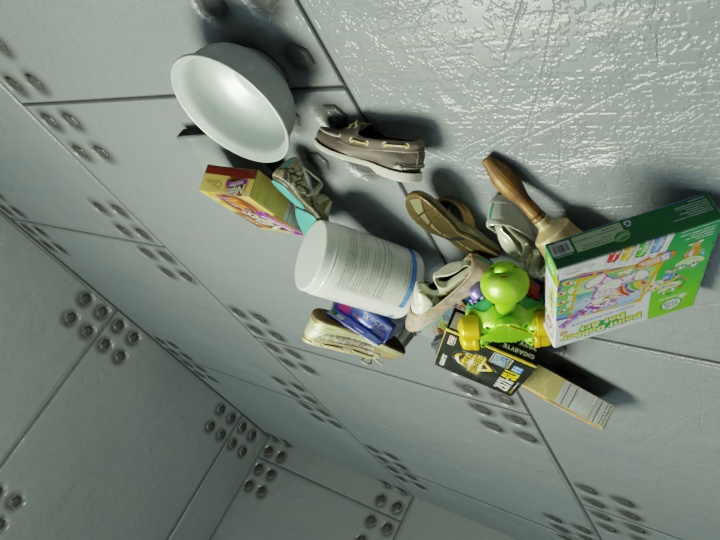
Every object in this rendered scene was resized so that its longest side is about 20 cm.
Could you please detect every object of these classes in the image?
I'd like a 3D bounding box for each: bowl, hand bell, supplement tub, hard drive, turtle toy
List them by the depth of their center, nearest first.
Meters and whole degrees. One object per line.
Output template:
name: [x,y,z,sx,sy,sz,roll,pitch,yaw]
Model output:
hand bell: [0.237,-0.079,0.903,0.200,0.104,0.104,48,153,-6]
bowl: [-0.169,-0.261,0.979,0.200,0.091,0.201,26,155,13]
turtle toy: [0.216,0.054,0.993,0.145,0.102,0.200,-4,160,10]
supplement tub: [0.000,0.000,1.170,0.199,0.133,0.132,19,162,-25]
hard drive: [-0.232,-0.207,1.224,0.199,0.033,0.140,7,146,41]

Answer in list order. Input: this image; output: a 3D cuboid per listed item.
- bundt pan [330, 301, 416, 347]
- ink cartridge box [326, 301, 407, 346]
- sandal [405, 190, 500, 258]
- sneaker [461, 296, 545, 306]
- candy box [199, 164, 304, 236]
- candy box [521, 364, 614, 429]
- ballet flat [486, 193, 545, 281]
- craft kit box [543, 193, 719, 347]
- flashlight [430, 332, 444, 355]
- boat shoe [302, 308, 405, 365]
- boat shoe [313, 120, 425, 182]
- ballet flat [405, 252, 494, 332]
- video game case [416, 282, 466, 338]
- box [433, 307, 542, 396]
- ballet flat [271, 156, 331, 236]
bundt pan: [0.018,0.119,1.447,0.201,0.076,0.202,31,171,6]
ink cartridge box: [0.027,0.076,1.269,0.119,0.042,0.200,33,-159,14]
sandal: [0.146,-0.078,1.028,0.200,0.054,0.080,28,166,-32]
sneaker: [0.243,0.052,1.138,0.200,0.083,0.074,25,178,34]
candy box: [-0.185,-0.126,1.219,0.116,0.057,0.200,11,167,28]
candy box: [0.380,0.234,1.304,0.199,0.055,0.115,28,177,4]
ballet flat: [0.251,-0.029,0.977,0.200,0.070,0.069,41,154,-22]
craft kit box: [0.333,0.008,0.841,0.199,0.049,0.198,-18,146,4]
flashlight: [0.217,0.124,1.262,0.200,0.068,0.068,-24,103,47]
boat shoe: [-0.011,0.129,1.238,0.199,0.063,0.073,22,-160,-19]
boat shoe: [0.011,-0.182,0.961,0.200,0.072,0.060,28,118,37]
ballet flat: [0.131,0.031,1.096,0.067,0.068,0.200,32,124,-31]
video game case: [0.164,0.091,1.356,0.181,0.023,0.200,14,150,32]
box: [0.218,0.148,1.168,0.159,0.050,0.200,21,157,8]
ballet flat: [-0.089,-0.124,1.168,0.068,0.075,0.200,29,161,32]
